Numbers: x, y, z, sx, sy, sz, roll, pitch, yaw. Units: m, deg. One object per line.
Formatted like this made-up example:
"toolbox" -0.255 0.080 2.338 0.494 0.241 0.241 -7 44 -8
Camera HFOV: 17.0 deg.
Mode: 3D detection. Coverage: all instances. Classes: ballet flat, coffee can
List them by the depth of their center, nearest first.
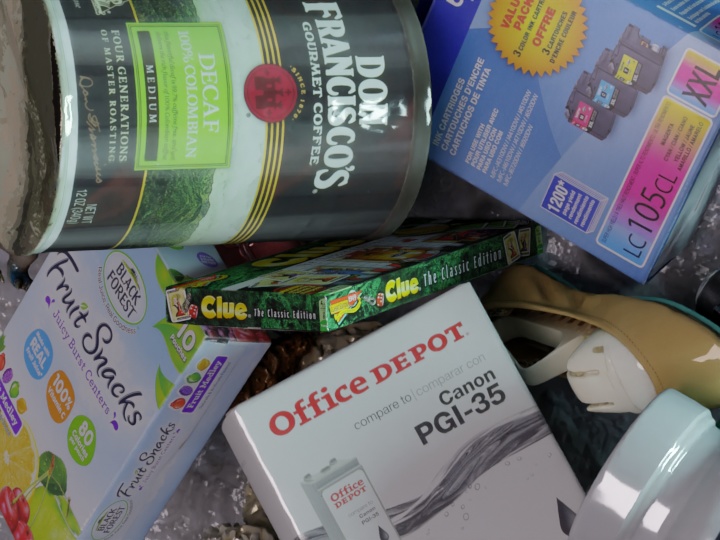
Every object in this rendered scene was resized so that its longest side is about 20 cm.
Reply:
"coffee can" -0.084 -0.084 1.238 0.146 0.199 0.147 14 106 63
"ballet flat" 0.121 0.046 1.253 0.200 0.063 0.069 18 139 60

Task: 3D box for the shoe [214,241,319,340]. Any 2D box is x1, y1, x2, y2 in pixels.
"shoe" -0.064 -0.047 1.365 0.091 0.071 0.200 -41 81 33

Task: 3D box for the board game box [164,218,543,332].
"board game box" 0.000 0.000 1.264 0.104 0.200 0.024 -1 101 36

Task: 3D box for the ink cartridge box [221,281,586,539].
"ink cartridge box" 0.036 0.128 1.242 0.146 0.083 0.200 -28 85 -9

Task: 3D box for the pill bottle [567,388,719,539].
"pill bottle" 0.206 0.147 1.145 0.200 0.116 0.116 32 117 15

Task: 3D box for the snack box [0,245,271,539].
"snack box" -0.142 0.061 1.343 0.200 0.053 0.142 -56 50 28

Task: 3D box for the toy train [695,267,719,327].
"toy train" 0.263 0.049 1.201 0.200 0.114 0.087 41 157 27

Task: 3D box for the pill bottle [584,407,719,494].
"pill bottle" 0.215 0.166 1.265 0.113 0.113 0.200 -40 85 30

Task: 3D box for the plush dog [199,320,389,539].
"plush dog" 0.005 0.113 1.345 0.199 0.161 0.172 6 103 -5

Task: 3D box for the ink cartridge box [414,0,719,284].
"ink cartridge box" 0.102 -0.104 1.264 0.200 0.076 0.137 31 116 17

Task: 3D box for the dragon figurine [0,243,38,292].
"dragon figurine" -0.208 -0.051 1.429 0.200 0.059 0.100 33 96 47
